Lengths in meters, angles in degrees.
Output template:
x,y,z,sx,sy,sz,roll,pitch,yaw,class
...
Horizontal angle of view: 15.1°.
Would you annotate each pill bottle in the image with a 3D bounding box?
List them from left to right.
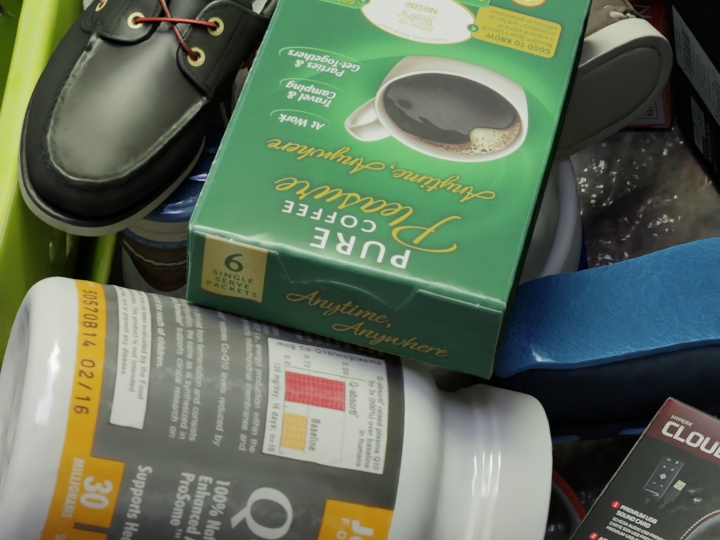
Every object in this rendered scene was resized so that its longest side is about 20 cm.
x,y,z,sx,sy,sz,roll,pitch,yaw,class
-0.037,0.075,1.011,0.198,0.117,0.117,11,51,-13,pill bottle

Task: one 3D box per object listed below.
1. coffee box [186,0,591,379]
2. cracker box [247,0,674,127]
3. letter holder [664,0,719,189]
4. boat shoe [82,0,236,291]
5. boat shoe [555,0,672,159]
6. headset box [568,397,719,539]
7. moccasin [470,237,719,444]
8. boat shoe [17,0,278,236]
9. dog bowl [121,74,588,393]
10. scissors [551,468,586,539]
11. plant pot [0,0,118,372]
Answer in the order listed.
x,y,z,sx,sy,sz,roll,pitch,yaw,class
0.015,-0.056,1.037,0.122,0.044,0.201,13,47,4,coffee box
0.054,-0.136,1.290,0.198,0.058,0.135,1,53,13,cracker box
0.211,-0.118,1.144,0.141,0.201,0.101,-24,54,-7,letter holder
-0.087,-0.081,1.162,0.072,0.073,0.201,6,52,-4,boat shoe
0.032,-0.066,1.130,0.199,0.072,0.060,-26,54,-14,boat shoe
0.143,0.152,1.031,0.148,0.075,0.200,23,61,28,headset box
0.129,0.032,1.120,0.199,0.068,0.081,-2,44,-24,moccasin
-0.077,-0.099,1.091,0.073,0.063,0.202,29,54,3,boat shoe
0.000,0.000,1.183,0.198,0.079,0.201,-6,51,8,dog bowl
0.010,0.063,1.088,0.073,0.200,0.014,-46,13,-6,scissors
-0.210,-0.017,1.179,0.197,0.182,0.201,-2,52,12,plant pot
